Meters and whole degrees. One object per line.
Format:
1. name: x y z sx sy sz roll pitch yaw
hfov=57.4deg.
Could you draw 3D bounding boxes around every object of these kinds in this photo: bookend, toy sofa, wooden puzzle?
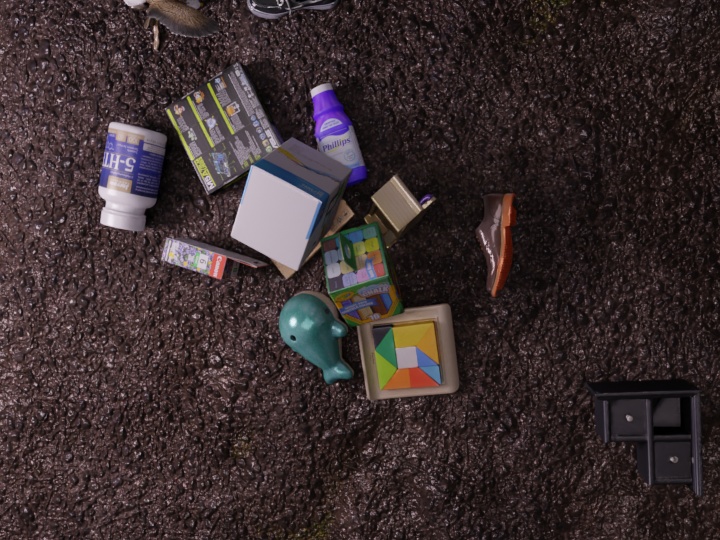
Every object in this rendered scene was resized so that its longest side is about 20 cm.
1. bookend: 0.548 0.324 1.281 0.193 0.092 0.206 -2 93 7
2. toy sofa: 0.070 -0.117 1.258 0.097 0.200 0.083 -40 87 -8
3. wooden puzzle: 0.097 0.170 1.337 0.193 0.037 0.191 -8 103 6

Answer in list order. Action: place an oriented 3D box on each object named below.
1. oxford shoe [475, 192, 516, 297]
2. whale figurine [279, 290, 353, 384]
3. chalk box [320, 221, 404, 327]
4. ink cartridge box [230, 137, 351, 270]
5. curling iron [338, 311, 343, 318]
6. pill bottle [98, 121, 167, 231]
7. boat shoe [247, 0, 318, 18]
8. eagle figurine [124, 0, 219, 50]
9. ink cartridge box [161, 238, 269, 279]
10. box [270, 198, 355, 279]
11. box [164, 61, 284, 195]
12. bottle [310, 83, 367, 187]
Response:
1. oxford shoe: 0.266 -0.052 1.315 0.071 0.071 0.207 7 89 25
2. whale figurine: -0.091 0.145 1.329 0.156 0.103 0.205 -19 101 37
3. chalk box: 0.000 0.000 1.258 0.120 0.201 0.128 -15 59 6
4. ink cartridge box: -0.125 -0.131 1.239 0.143 0.201 0.150 26 119 3
5. curling iron: 0.035 0.112 1.361 0.196 0.026 0.051 29 98 4
6. pill bottle: -0.474 -0.191 1.358 0.116 0.120 0.207 12 94 6
7. boat shoe: -0.139 -0.556 1.326 0.192 0.068 0.076 2 93 7
8. eagle figurine: -0.365 -0.544 1.315 0.151 0.196 0.154 -46 127 -30
9. ink cartridge box: -0.295 -0.017 1.351 0.194 0.109 0.052 18 95 5
10. box: -0.132 -0.112 1.371 0.199 0.021 0.164 -42 88 7
11. box: -0.279 -0.293 1.368 0.190 0.047 0.204 -29 90 9
12. bottle: -0.049 -0.272 1.332 0.081 0.065 0.206 -17 91 8
